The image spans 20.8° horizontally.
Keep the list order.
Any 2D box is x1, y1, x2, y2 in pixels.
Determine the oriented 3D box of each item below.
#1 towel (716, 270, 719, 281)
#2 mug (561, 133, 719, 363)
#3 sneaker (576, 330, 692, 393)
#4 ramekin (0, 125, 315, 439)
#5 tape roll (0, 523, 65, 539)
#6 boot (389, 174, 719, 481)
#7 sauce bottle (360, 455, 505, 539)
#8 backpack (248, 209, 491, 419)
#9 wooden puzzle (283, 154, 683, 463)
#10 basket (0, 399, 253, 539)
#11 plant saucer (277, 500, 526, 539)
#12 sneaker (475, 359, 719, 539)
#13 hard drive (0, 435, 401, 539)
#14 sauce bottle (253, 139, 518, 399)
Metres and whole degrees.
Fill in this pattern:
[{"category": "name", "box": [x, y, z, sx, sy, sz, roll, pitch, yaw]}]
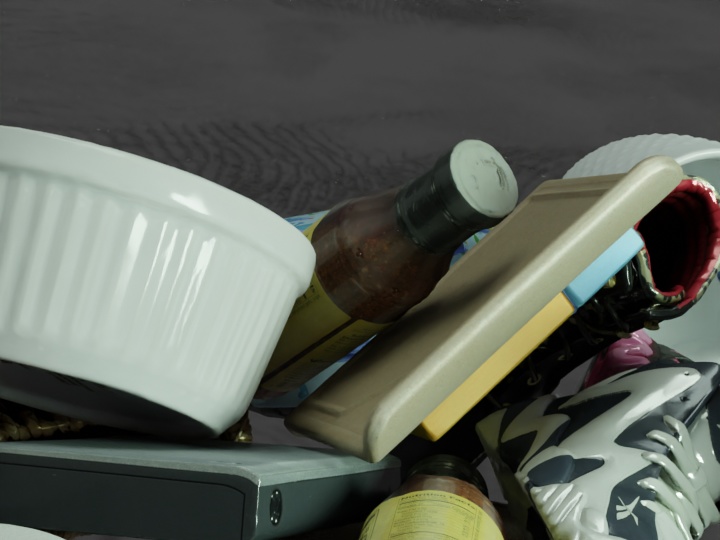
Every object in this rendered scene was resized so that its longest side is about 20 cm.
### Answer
[{"category": "towel", "box": [0.264, 0.017, 0.792, 0.199, 0.024, 0.147, -3, 19, -14]}, {"category": "mug", "box": [0.169, -0.002, 1.248, 0.200, 0.148, 0.175, -31, 16, -6]}, {"category": "sneaker", "box": [0.164, 0.092, 1.034, 0.095, 0.079, 0.200, 25, 23, -3]}, {"category": "ramekin", "box": [-0.128, 0.011, 0.888, 0.202, 0.095, 0.202, 14, -12, 3]}, {"category": "tape roll", "box": [-0.119, 0.169, 0.538, 0.202, 0.204, 0.037, -13, 23, -41]}, {"category": "boot", "box": [0.090, 0.035, 0.999, 0.204, 0.074, 0.154, -49, 12, -31]}, {"category": "sauce bottle", "box": [0.029, 0.123, 0.805, 0.066, 0.066, 0.200, 5, 9, 5]}, {"category": "backpack", "box": [0.002, 0.024, 1.130, 0.200, 0.154, 0.163, -28, 25, -35]}, {"category": "wooden puzzle", "box": [0.055, 0.023, 0.912, 0.185, 0.037, 0.200, -42, 5, -10]}, {"category": "basket", "box": [-0.165, 0.046, 1.000, 0.199, 0.143, 0.149, -7, 20, -30]}, {"category": "plant saucer", "box": [0.037, 0.155, 0.883, 0.199, 0.032, 0.200, 4, 18, -1]}, {"category": "sneaker", "box": [0.137, 0.092, 0.859, 0.129, 0.080, 0.199, -26, 14, -4]}, {"category": "hard drive", "box": [-0.075, 0.094, 0.860, 0.139, 0.033, 0.200, 2, -3, 17]}, {"category": "sauce bottle", "box": [0.000, 0.000, 0.955, 0.066, 0.066, 0.200, -16, -13, -46]}]
